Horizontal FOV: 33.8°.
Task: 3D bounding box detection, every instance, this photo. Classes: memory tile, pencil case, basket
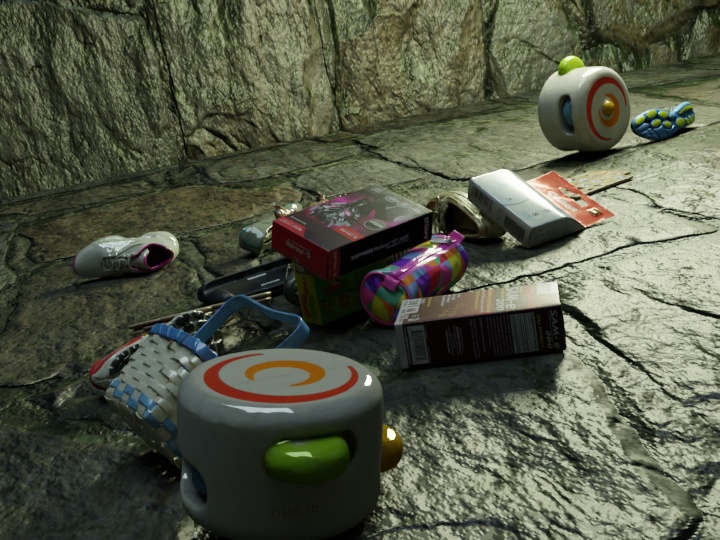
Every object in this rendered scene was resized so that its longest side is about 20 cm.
[{"bbox_3d":[-0.235,0.063,1.718,0.153,0.017,0.200,-14,1,-38],"label":"memory tile"},{"bbox_3d":[0.078,0.008,1.663,0.088,0.089,0.200,-1,19,31],"label":"pencil case"},{"bbox_3d":[-0.164,0.109,1.281,0.200,0.139,0.176,-47,27,-15],"label":"basket"}]

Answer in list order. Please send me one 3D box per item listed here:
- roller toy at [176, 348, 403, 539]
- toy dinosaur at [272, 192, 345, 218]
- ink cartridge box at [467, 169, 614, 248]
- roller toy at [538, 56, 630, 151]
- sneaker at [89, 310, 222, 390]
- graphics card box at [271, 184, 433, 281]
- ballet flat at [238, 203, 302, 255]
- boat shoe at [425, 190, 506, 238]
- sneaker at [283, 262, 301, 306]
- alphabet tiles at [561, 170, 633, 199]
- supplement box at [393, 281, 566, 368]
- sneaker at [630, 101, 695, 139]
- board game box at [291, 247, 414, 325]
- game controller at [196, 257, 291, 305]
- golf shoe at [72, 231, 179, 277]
[{"bbox_3d":[-0.071,0.158,1.063,0.182,0.140,0.200,7,16,22],"label":"roller toy"},{"bbox_3d":[-0.061,-0.078,2.139,0.200,0.086,0.136,6,24,-4],"label":"toy dinosaur"},{"bbox_3d":[0.303,-0.120,1.970,0.200,0.047,0.160,-20,44,-30],"label":"ink cartridge box"},{"bbox_3d":[0.494,-0.349,2.579,0.140,0.200,0.183,6,64,50],"label":"roller toy"},{"bbox_3d":[-0.272,0.106,1.562,0.085,0.077,0.200,-9,8,45],"label":"sneaker"},{"bbox_3d":[-0.010,-0.056,1.658,0.200,0.051,0.125,-20,35,-36],"label":"graphics card box"},{"bbox_3d":[-0.152,-0.073,2.241,0.064,0.067,0.200,27,31,22],"label":"ballet flat"},{"bbox_3d":[0.168,-0.094,2.038,0.063,0.073,0.200,-15,15,-31],"label":"boat shoe"},{"bbox_3d":[-0.083,0.018,1.798,0.090,0.067,0.200,-7,10,24],"label":"sneaker"},{"bbox_3d":[0.422,-0.168,2.295,0.200,0.008,0.167,-20,16,-35],"label":"alphabet tiles"},{"bbox_3d":[0.147,0.065,1.444,0.200,0.061,0.109,-7,14,9],"label":"supplement box"},{"bbox_3d":[0.674,-0.331,2.667,0.199,0.071,0.083,-20,3,-39],"label":"sneaker"},{"bbox_3d":[0.000,0.000,1.724,0.200,0.102,0.048,-20,16,-34],"label":"board game box"},{"bbox_3d":[-0.161,0.021,1.911,0.200,0.042,0.104,-19,31,-30],"label":"game controller"},{"bbox_3d":[-0.436,-0.026,2.205,0.200,0.075,0.092,-14,18,-11],"label":"golf shoe"}]
